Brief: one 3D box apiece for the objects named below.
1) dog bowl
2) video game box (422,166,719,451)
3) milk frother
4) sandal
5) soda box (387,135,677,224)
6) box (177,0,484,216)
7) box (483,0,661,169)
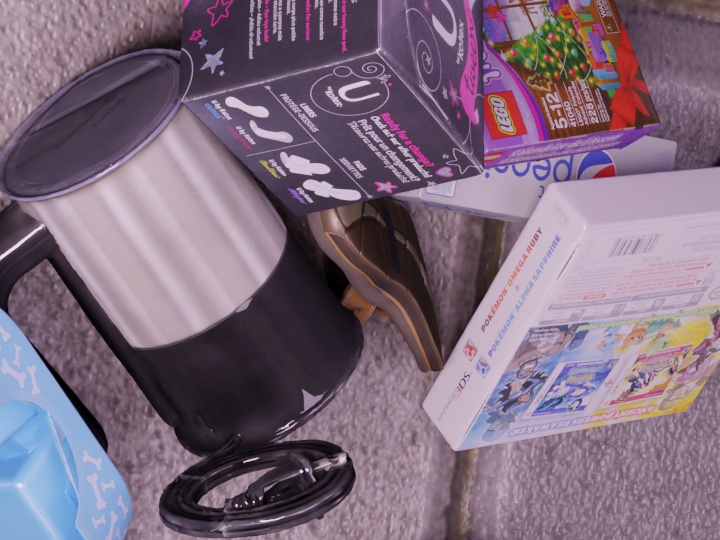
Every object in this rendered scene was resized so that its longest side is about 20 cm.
[{"bbox_3d":[-0.184,0.083,1.361,0.200,0.111,0.050,59,45,-26],"label":"dog bowl"},{"bbox_3d":[0.155,0.020,1.647,0.200,0.047,0.182,-6,135,-39],"label":"video game box"},{"bbox_3d":[-0.087,0.019,1.408,0.181,0.200,0.188,-46,122,-21],"label":"milk frother"},{"bbox_3d":[0.000,0.000,1.548,0.200,0.054,0.082,44,34,-63],"label":"sandal"},{"bbox_3d":[0.090,-0.061,1.628,0.200,0.068,0.064,9,89,-41],"label":"soda box"},{"bbox_3d":[-0.008,-0.151,1.428,0.132,0.115,0.200,44,41,-51],"label":"box"},{"bbox_3d":[0.077,-0.158,1.568,0.137,0.039,0.200,-11,76,-38],"label":"box"}]
